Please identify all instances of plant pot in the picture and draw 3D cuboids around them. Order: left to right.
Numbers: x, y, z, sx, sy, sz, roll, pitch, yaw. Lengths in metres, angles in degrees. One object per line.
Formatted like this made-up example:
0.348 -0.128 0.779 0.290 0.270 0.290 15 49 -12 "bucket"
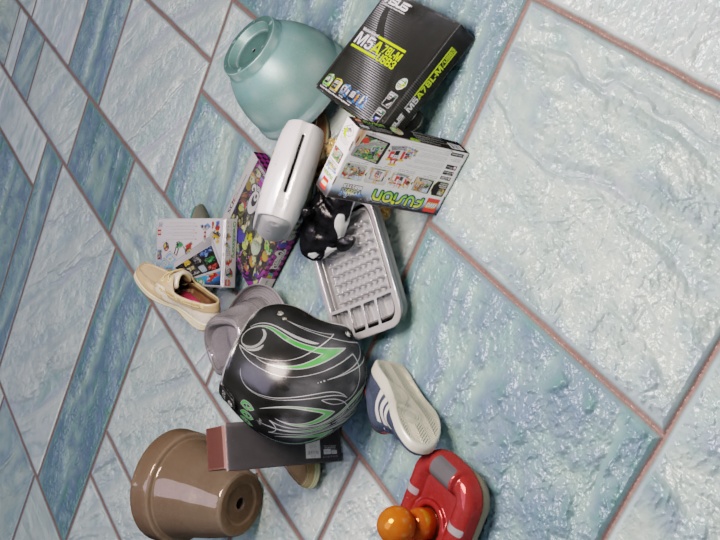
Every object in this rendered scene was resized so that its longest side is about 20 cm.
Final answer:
-0.271 0.389 1.818 0.174 0.200 0.201 7 89 36 "plant pot"
-0.142 -0.336 1.741 0.200 0.134 0.201 -29 44 31 "plant pot"

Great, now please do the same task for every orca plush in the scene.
-0.049 -0.082 1.549 0.200 0.071 0.106 -37 70 46 "orca plush"

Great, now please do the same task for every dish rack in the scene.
0.000 0.000 1.596 0.171 0.043 0.201 -24 80 50 "dish rack"

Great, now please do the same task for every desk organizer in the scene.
-0.135 0.270 1.628 0.077 0.199 0.072 -21 71 55 "desk organizer"

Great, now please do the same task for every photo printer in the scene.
-0.111 -0.138 1.613 0.200 0.069 0.167 137 151 -79 "photo printer"

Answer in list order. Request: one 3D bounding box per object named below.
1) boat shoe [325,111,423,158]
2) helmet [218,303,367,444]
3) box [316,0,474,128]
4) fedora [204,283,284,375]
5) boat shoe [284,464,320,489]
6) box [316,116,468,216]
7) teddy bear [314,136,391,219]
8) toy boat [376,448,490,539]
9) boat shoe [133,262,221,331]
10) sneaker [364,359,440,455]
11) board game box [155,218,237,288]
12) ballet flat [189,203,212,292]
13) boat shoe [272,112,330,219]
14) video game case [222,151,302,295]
0.031 -0.200 1.609 0.201 0.061 0.072 -19 35 48 "boat shoe"
-0.090 0.159 1.547 0.190 0.200 0.201 22 105 12 "helmet"
0.047 -0.309 1.564 0.193 0.047 0.200 -53 42 6 "box"
-0.208 0.119 1.815 0.200 0.090 0.178 -30 73 51 "fedora"
-0.130 0.281 1.727 0.200 0.066 0.074 53 125 43 "boat shoe"
0.046 -0.142 1.458 0.035 0.199 0.110 53 124 43 "box"
-0.002 -0.136 1.592 0.199 0.145 0.067 8 50 35 "teddy bear"
0.077 0.339 1.391 0.130 0.130 0.201 36 112 50 "toy boat"
-0.329 0.032 1.909 0.199 0.074 0.069 31 126 19 "boat shoe"
0.054 0.213 1.484 0.200 0.075 0.085 -114 43 -59 "sneaker"
-0.310 -0.034 1.960 0.199 0.035 0.127 3 90 41 "board game box"
-0.300 -0.026 2.024 0.063 0.067 0.201 8 91 26 "ballet flat"
-0.108 -0.185 1.753 0.075 0.074 0.201 -3 68 46 "boat shoe"
-0.180 -0.084 1.884 0.182 0.036 0.200 -61 42 28 "video game case"
